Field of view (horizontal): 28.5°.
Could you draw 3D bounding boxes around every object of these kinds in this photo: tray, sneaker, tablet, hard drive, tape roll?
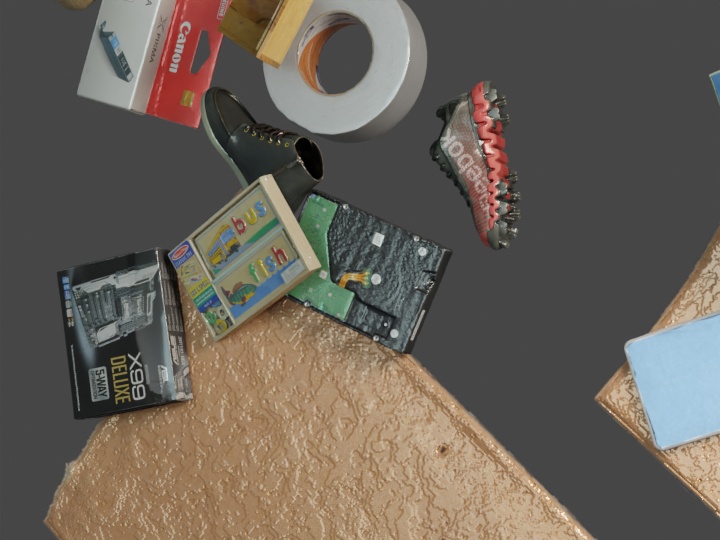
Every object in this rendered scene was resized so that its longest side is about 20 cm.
[{"bbox_3d":[-0.120,-0.319,1.751,0.099,0.037,0.200,-62,26,8],"label":"tray"},{"bbox_3d":[0.134,-0.119,1.680,0.097,0.071,0.203,-11,80,21],"label":"sneaker"},{"bbox_3d":[0.405,0.112,1.581,0.198,0.014,0.132,-20,78,19],"label":"tablet"},{"bbox_3d":[0.000,0.000,1.743,0.198,0.038,0.141,24,95,21],"label":"hard drive"},{"bbox_3d":[-0.020,-0.263,1.758,0.198,0.066,0.203,-2,84,22],"label":"tape roll"},{"bbox_3d":[-0.118,-0.166,1.770,0.106,0.074,0.201,-40,76,36],"label":"sneaker"}]

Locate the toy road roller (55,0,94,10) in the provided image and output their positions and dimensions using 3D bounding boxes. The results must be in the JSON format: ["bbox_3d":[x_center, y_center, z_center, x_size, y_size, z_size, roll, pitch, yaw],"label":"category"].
[{"bbox_3d":[-0.359,-0.461,1.887,0.144,0.123,0.203,-6,83,10],"label":"toy road roller"}]

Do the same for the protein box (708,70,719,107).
[{"bbox_3d":[0.500,-0.138,1.496,0.197,0.135,0.202,-20,79,20],"label":"protein box"}]

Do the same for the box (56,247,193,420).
[{"bbox_3d":[-0.309,0.085,1.856,0.156,0.050,0.203,-11,81,21],"label":"box"}]

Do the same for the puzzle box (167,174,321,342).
[{"bbox_3d":[-0.148,-0.013,1.768,0.199,0.025,0.134,-36,79,37],"label":"puzzle box"}]

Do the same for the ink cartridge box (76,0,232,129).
[{"bbox_3d":[-0.271,-0.306,1.876,0.174,0.045,0.203,17,92,24],"label":"ink cartridge box"}]
